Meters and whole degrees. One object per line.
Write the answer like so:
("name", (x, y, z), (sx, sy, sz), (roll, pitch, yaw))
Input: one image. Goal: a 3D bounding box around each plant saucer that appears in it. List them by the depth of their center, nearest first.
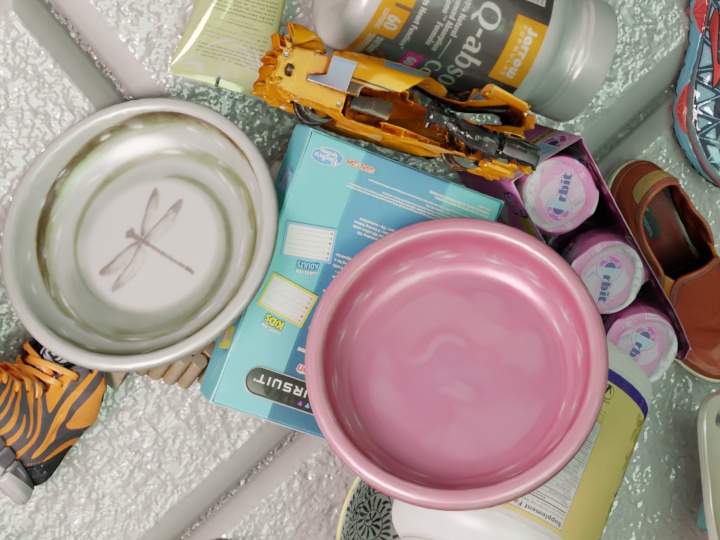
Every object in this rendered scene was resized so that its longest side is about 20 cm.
("plant saucer", (0.064, 0.065, 1.257), (0.200, 0.051, 0.201), (-2, 68, 5))
("plant saucer", (-0.147, -0.020, 1.304), (0.200, 0.200, 0.050), (-47, 155, -5))

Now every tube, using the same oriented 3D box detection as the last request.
("tube", (-0.075, -0.225, 1.333), (0.058, 0.052, 0.201), (19, 99, 20))

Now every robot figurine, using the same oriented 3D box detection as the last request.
("robot figurine", (0.030, -0.111, 1.287), (0.199, 0.145, 0.058), (16, 88, -11))

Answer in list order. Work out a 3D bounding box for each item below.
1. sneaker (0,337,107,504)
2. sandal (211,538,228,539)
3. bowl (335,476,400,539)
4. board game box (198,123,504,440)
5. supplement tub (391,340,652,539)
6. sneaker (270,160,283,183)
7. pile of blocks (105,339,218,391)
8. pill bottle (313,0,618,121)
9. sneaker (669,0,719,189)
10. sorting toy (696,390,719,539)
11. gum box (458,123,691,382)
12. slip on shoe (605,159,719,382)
("sneaker", (-0.246, 0.071, 1.292), (0.112, 0.078, 0.200), (-47, 149, -13))
("sandal", (-0.101, 0.312, 1.413), (0.077, 0.070, 0.213), (-4, 102, -18))
("bowl", (0.057, 0.216, 1.423), (0.200, 0.094, 0.202), (5, 78, -23))
("board game box", (-0.007, 0.018, 1.322), (0.151, 0.047, 0.201), (20, 93, -17))
("supplement tub", (0.108, 0.144, 1.327), (0.145, 0.145, 0.200), (31, 70, -22))
("sneaker", (0.000, 0.000, 1.385), (0.200, 0.074, 0.082), (37, 84, -21))
("pile of blocks", (-0.110, 0.053, 1.371), (0.199, 0.062, 0.082), (9, 65, -18))
("pill bottle", (0.076, -0.183, 1.353), (0.199, 0.116, 0.117), (19, 94, -21))
("sneaker", (0.291, -0.155, 1.443), (0.079, 0.096, 0.201), (-5, 102, -17))
("sorting toy", (0.340, 0.161, 1.511), (0.199, 0.107, 0.181), (-23, 110, -14))
("gum box", (0.160, -0.008, 1.417), (0.066, 0.113, 0.200), (-34, 109, -10))
("slip on shoe", (0.252, 0.006, 1.472), (0.074, 0.061, 0.200), (-32, 110, -13))
